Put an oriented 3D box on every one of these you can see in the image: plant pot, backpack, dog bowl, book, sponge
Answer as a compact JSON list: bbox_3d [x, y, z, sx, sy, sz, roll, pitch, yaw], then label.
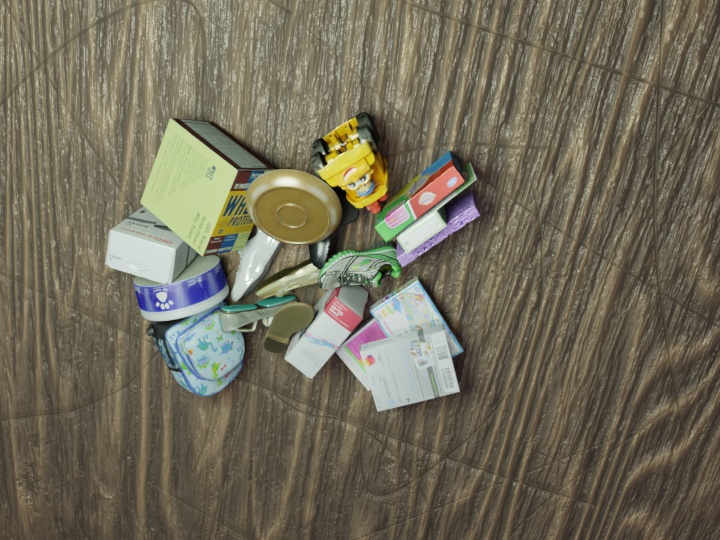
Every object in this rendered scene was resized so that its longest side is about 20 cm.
[{"bbox_3d":[-0.135,-0.116,1.264,0.196,0.028,0.202,4,139,3],"label":"plant pot"},{"bbox_3d":[-0.360,0.182,1.465,0.145,0.182,0.203,9,125,45],"label":"backpack"},{"bbox_3d":[-0.398,0.035,1.410,0.196,0.201,0.080,-9,109,9],"label":"dog bowl"},{"bbox_3d":[0.053,0.173,1.505,0.199,0.048,0.134,-39,102,16],"label":"book"},{"bbox_3d":[0.164,-0.091,1.353,0.198,0.112,0.030,-33,106,17],"label":"sponge"}]

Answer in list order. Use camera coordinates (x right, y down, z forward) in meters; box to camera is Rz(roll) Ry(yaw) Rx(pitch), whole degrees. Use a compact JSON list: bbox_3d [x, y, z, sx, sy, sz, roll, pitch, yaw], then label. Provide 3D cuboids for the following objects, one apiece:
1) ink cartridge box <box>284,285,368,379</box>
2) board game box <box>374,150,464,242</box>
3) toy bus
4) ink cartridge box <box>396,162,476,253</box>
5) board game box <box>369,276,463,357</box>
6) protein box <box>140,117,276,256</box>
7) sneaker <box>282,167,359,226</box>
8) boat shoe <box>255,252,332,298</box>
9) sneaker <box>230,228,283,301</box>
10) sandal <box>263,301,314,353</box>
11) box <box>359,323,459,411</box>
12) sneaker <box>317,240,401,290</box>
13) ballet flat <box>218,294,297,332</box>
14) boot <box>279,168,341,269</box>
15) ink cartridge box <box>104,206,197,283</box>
[{"bbox_3d":[-0.076,0.124,1.442,0.085,0.148,0.200,38,109,-10],"label":"ink cartridge box"},{"bbox_3d":[0.121,-0.156,1.310,0.199,0.153,0.040,-38,104,17],"label":"board game box"},{"bbox_3d":[-0.001,-0.196,1.288,0.134,0.201,0.194,-26,115,12],"label":"toy bus"},{"bbox_3d":[0.164,-0.132,1.319,0.198,0.146,0.048,-34,107,17],"label":"ink cartridge box"},{"bbox_3d":[0.129,0.133,1.452,0.133,0.034,0.202,-31,103,10],"label":"board game box"},{"bbox_3d":[-0.316,-0.174,1.317,0.199,0.134,0.201,37,113,19],"label":"protein box"},{"bbox_3d":[-0.088,-0.149,1.294,0.197,0.091,0.077,20,74,-18],"label":"sneaker"},{"bbox_3d":[-0.147,0.025,1.453,0.198,0.073,0.064,-25,107,6],"label":"boat shoe"},{"bbox_3d":[-0.253,-0.025,1.451,0.088,0.075,0.201,36,105,4],"label":"sneaker"},{"bbox_3d":[-0.163,0.105,1.426,0.076,0.071,0.212,23,137,-16],"label":"sandal"},{"bbox_3d":[0.113,0.223,1.440,0.196,0.041,0.159,-16,105,6],"label":"box"},{"bbox_3d":[0.000,0.000,1.374,0.197,0.086,0.079,-19,148,-15],"label":"sneaker"},{"bbox_3d":[-0.233,0.101,1.448,0.197,0.067,0.065,-10,105,-36],"label":"ballet flat"},{"bbox_3d":[-0.134,-0.113,1.373,0.159,0.073,0.203,11,91,-6],"label":"boot"},{"bbox_3d":[-0.438,-0.064,1.374,0.142,0.201,0.085,16,113,-1],"label":"ink cartridge box"}]
